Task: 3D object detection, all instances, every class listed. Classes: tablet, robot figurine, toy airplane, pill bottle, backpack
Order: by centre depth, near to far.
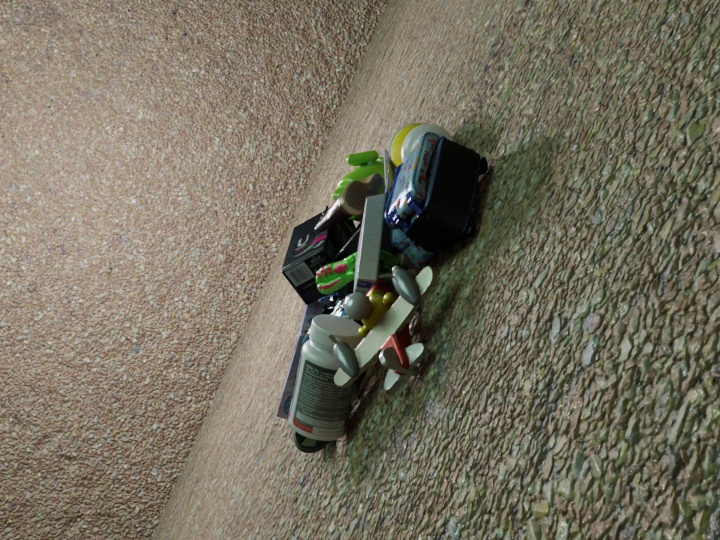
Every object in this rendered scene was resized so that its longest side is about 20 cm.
[{"bbox_3d":[0.032,0.091,1.139,0.198,0.140,0.202,-19,42,62],"label":"toy airplane"},{"bbox_3d":[0.111,-0.111,1.222,0.200,0.133,0.185,-45,24,57],"label":"backpack"},{"bbox_3d":[-0.059,0.192,1.282,0.114,0.112,0.203,-111,33,-72],"label":"pill bottle"},{"bbox_3d":[0.127,-0.238,1.429,0.114,0.111,0.200,-63,13,7],"label":"pill bottle"},{"bbox_3d":[0.080,-0.168,1.502,0.013,0.131,0.201,-21,28,12],"label":"tablet"},{"bbox_3d":[0.022,-0.192,1.672,0.115,0.178,0.200,14,40,39],"label":"robot figurine"}]

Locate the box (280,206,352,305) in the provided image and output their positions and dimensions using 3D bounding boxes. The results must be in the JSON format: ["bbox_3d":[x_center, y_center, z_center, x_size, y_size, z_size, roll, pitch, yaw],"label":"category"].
[{"bbox_3d":[-0.093,-0.038,1.622,0.121,0.107,0.201,-26,27,19],"label":"box"}]

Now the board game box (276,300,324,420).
[{"bbox_3d":[-0.131,0.192,1.564,0.200,0.040,0.202,-86,12,-71],"label":"board game box"}]

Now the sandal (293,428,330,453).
[{"bbox_3d":[-0.093,0.313,1.413,0.201,0.078,0.058,-93,14,-76],"label":"sandal"}]

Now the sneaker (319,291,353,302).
[{"bbox_3d":[-0.064,0.049,1.686,0.076,0.077,0.200,-28,1,-13],"label":"sneaker"}]

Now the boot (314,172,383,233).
[{"bbox_3d":[-0.036,-0.122,1.488,0.166,0.073,0.200,-39,5,30],"label":"boot"}]

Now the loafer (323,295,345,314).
[{"bbox_3d":[-0.060,0.107,1.653,0.201,0.067,0.072,136,148,-69],"label":"loafer"}]

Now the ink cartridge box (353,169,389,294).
[{"bbox_3d":[0.018,-0.065,1.313,0.196,0.043,0.204,100,176,-80],"label":"ink cartridge box"}]

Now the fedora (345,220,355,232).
[{"bbox_3d":[-0.060,-0.051,1.821,0.091,0.200,0.203,24,88,41],"label":"fedora"}]

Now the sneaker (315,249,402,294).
[{"bbox_3d":[0.000,0.000,1.466,0.197,0.083,0.078,-10,88,30],"label":"sneaker"}]

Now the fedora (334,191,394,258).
[{"bbox_3d":[0.037,-0.078,1.526,0.177,0.090,0.201,-49,6,42],"label":"fedora"}]

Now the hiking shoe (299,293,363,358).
[{"bbox_3d":[-0.059,0.135,1.387,0.201,0.074,0.087,-53,18,24],"label":"hiking shoe"}]
